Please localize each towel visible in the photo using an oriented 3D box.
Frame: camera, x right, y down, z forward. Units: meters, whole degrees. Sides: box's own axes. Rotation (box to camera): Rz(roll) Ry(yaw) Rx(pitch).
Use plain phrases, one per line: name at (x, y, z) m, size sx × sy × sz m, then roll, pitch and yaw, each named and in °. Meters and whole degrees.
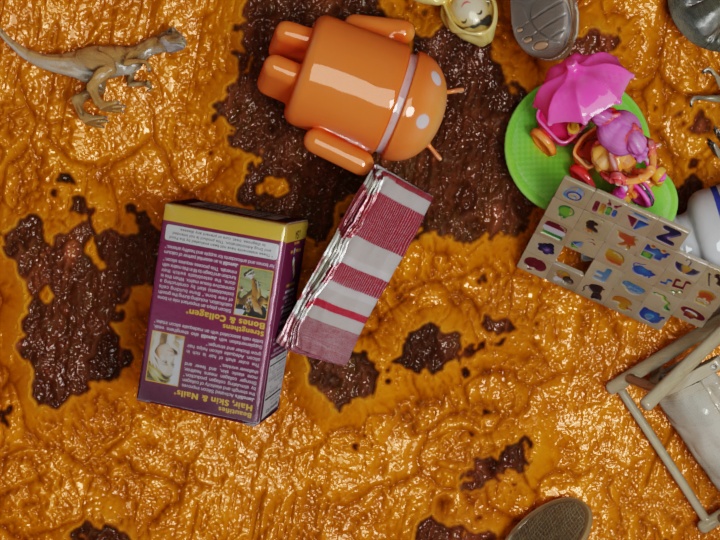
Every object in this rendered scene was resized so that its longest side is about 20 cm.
towel at (0.000, 0.000, 1.551) m, size 0.023 × 0.144 × 0.201 m, roll 30°, pitch 94°, yaw 25°

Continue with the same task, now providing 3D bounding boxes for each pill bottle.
pill bottle at (0.398, -0.039, 1.577) m, size 0.198 × 0.112 × 0.113 m, roll -16°, pitch 98°, yaw 10°

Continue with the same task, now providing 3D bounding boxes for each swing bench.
swing bench at (0.399, 0.148, 1.603) m, size 0.199 × 0.130 × 0.200 m, roll -35°, pitch 98°, yaw -5°

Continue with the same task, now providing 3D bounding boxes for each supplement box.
supplement box at (-0.135, 0.039, 1.545) m, size 0.130 × 0.103 × 0.202 m, roll 11°, pitch 96°, yaw 9°

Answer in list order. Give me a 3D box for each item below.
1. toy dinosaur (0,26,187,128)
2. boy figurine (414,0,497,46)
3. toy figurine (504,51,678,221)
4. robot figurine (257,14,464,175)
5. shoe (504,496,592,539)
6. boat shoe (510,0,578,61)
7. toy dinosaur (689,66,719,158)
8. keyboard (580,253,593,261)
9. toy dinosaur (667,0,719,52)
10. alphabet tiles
toy dinosaur at (-0.272, -0.203, 1.551) m, size 0.198 × 0.060 × 0.107 m, roll -4°, pitch 73°, yaw -9°
boy figurine at (0.078, -0.315, 1.552) m, size 0.123 × 0.064 × 0.202 m, roll -22°, pitch 95°, yaw -4°
toy figurine at (0.230, -0.129, 1.491) m, size 0.150 × 0.184 × 0.200 m, roll -43°, pitch 77°, yaw -5°
robot figurine at (0.001, -0.181, 1.536) m, size 0.198 × 0.144 × 0.117 m, roll 20°, pitch 123°, yaw -6°
shoe at (0.172, 0.321, 1.647) m, size 0.200 × 0.053 × 0.070 m, roll -46°, pitch 66°, yaw -2°
boat shoe at (0.181, -0.305, 1.559) m, size 0.075 × 0.072 × 0.202 m, roll -6°, pitch 80°, yaw 25°
toy dinosaur at (0.408, -0.158, 1.599) m, size 0.101 × 0.058 × 0.201 m, roll -31°, pitch 98°, yaw -1°
keyboard at (0.251, -0.112, 1.618) m, size 0.056 × 0.011 × 0.202 m, roll -5°, pitch 97°, yaw 2°
toy dinosaur at (0.351, -0.280, 1.578) m, size 0.102 × 0.077 × 0.201 m, roll -25°, pitch 98°, yaw 9°
alphabet tiles at (0.270, -0.008, 1.553) m, size 0.198 × 0.168 × 0.008 m, roll 24°, pitch 57°, yaw 2°
